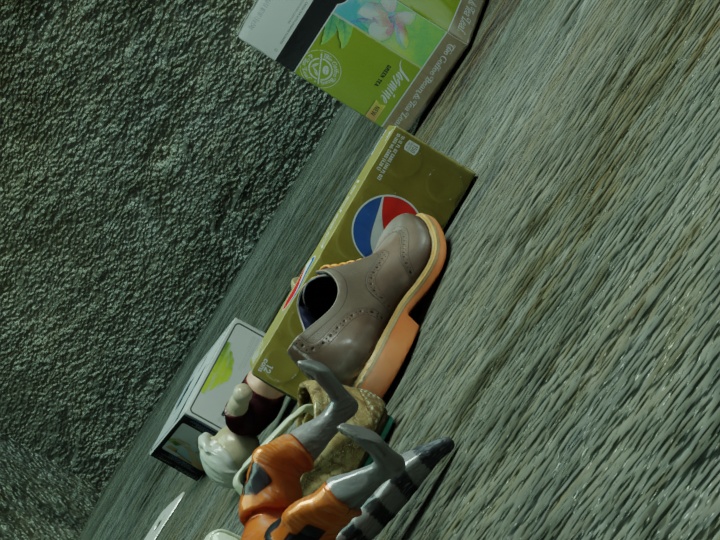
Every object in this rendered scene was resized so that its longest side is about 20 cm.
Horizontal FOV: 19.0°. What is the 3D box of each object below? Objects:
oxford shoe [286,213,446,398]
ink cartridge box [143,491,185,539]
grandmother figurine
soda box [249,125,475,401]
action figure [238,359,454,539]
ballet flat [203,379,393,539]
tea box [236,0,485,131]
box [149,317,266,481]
[{"bbox_3d":[0.004,0.010,1.384,0.071,0.073,0.200,-56,7,31],"label":"oxford shoe"},{"bbox_3d":[-0.152,0.264,1.516,0.200,0.067,0.116,-63,7,-19],"label":"ink cartridge box"},{"bbox_3d":[-0.077,0.098,1.790,0.121,0.061,0.200,-12,-45,-60],"label":"grandmother figurine"},{"bbox_3d":[0.000,0.000,1.507,0.200,0.068,0.064,-60,6,2],"label":"soda box"},{"bbox_3d":[-0.028,0.158,0.993,0.200,0.104,0.194,37,106,59],"label":"action figure"},{"bbox_3d":[-0.051,0.148,1.211,0.200,0.065,0.071,-63,5,-26],"label":"ballet flat"},{"bbox_3d":[0.012,-0.267,2.123,0.134,0.197,0.200,-56,6,33],"label":"tea box"},{"bbox_3d":[-0.146,0.132,2.177,0.117,0.060,0.200,-62,6,-21],"label":"box"}]
